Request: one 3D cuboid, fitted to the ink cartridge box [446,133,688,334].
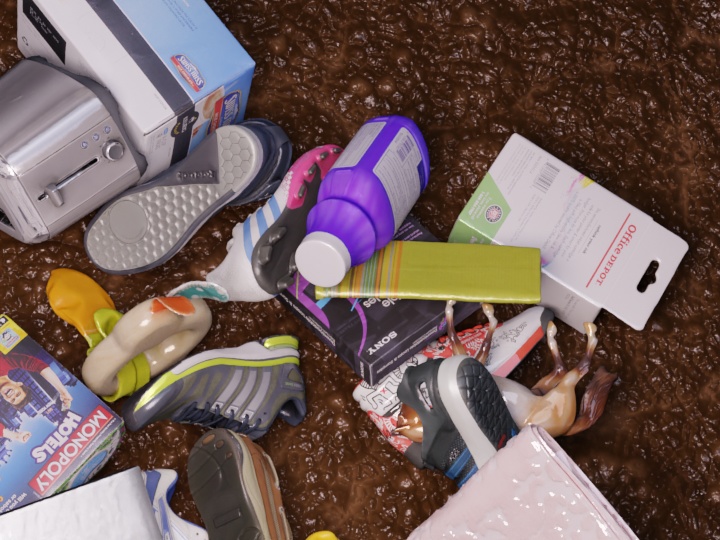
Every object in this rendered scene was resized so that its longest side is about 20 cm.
[{"bbox_3d":[0.196,-0.024,1.699,0.199,0.067,0.118,33,64,6],"label":"ink cartridge box"}]

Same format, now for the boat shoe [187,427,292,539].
[{"bbox_3d":[-0.085,0.229,1.501,0.074,0.075,0.202,13,61,-54],"label":"boat shoe"}]

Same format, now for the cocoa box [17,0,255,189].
[{"bbox_3d":[-0.210,-0.200,1.663,0.131,0.134,0.200,-34,76,-23],"label":"cocoa box"}]

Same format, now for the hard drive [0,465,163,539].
[{"bbox_3d":[-0.210,0.273,1.418,0.138,0.033,0.202,-18,89,-16],"label":"hard drive"}]

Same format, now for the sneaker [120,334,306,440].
[{"bbox_3d":[-0.118,0.112,1.552,0.199,0.074,0.082,-14,76,-42],"label":"sneaker"}]

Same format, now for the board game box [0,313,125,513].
[{"bbox_3d":[-0.296,0.176,1.494,0.199,0.062,0.200,40,72,16],"label":"board game box"}]

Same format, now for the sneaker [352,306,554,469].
[{"bbox_3d":[0.082,0.075,1.634,0.108,0.067,0.201,43,68,7],"label":"sneaker"}]

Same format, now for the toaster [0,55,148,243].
[{"bbox_3d":[-0.292,-0.109,1.599,0.129,0.114,0.199,-39,38,-20],"label":"toaster"}]

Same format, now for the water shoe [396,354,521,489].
[{"bbox_3d":[0.095,0.156,1.531,0.072,0.078,0.202,-50,126,-46],"label":"water shoe"}]

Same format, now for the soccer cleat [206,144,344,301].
[{"bbox_3d":[-0.074,-0.045,1.613,0.070,0.086,0.200,60,40,-24],"label":"soccer cleat"}]

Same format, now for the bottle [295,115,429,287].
[{"bbox_3d":[0.001,-0.059,1.583,0.065,0.084,0.200,-2,32,26],"label":"bottle"}]

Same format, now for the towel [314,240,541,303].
[{"bbox_3d":[0.060,0.004,1.580,0.197,0.018,0.086,2,34,5],"label":"towel"}]

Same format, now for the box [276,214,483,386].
[{"bbox_3d":[0.000,0.000,1.634,0.142,0.036,0.200,-35,57,-22],"label":"box"}]

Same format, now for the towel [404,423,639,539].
[{"bbox_3d":[0.136,0.258,1.473,0.191,0.200,0.032,49,24,10],"label":"towel"}]

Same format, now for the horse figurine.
[{"bbox_3d":[0.135,0.100,1.575,0.198,0.050,0.134,13,76,-8],"label":"horse figurine"}]

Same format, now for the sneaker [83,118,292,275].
[{"bbox_3d":[-0.150,-0.069,1.653,0.201,0.146,0.077,-32,91,19],"label":"sneaker"}]

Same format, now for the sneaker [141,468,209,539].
[{"bbox_3d":[-0.152,0.256,1.505,0.087,0.075,0.201,-22,73,-19],"label":"sneaker"}]

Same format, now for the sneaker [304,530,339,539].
[{"bbox_3d":[0.013,0.293,1.481,0.199,0.083,0.078,34,46,27],"label":"sneaker"}]

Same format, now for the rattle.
[{"bbox_3d":[-0.193,0.016,1.533,0.129,0.200,0.144,-12,69,-16],"label":"rattle"}]
